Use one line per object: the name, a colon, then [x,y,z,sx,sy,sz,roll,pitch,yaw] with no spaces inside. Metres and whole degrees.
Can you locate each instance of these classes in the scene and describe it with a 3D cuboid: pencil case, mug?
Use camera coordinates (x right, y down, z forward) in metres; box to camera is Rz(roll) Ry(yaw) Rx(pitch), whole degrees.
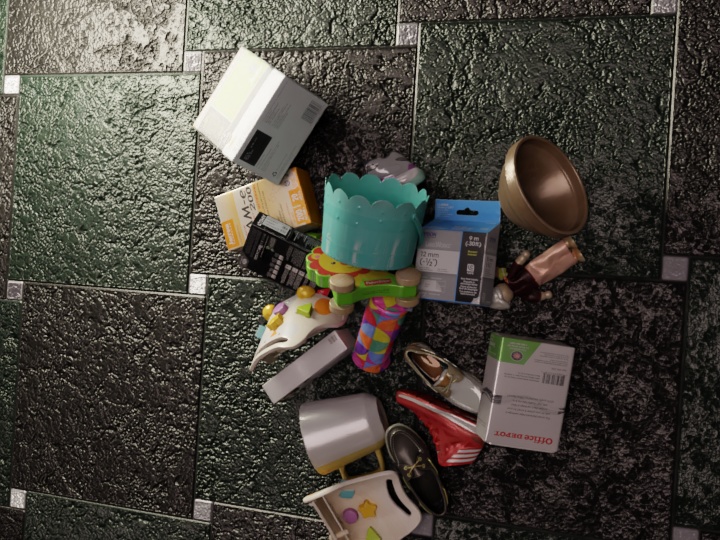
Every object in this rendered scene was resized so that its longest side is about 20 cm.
pencil case: [0.042,0.114,1.672,0.088,0.088,0.200,35,135,16]
mug: [-0.020,0.327,1.722,0.153,0.187,0.150,-19,50,9]

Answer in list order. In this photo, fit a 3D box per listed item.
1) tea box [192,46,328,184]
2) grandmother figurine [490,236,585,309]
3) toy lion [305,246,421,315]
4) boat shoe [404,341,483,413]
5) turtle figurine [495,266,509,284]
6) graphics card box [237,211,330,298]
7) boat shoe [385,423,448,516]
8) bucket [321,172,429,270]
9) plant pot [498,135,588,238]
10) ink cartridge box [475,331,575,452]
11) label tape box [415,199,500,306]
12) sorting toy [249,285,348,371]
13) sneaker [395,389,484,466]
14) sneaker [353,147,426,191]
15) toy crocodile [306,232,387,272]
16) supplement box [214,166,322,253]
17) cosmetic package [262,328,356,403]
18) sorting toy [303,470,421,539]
tea box: [-0.208,-0.318,1.742,0.200,0.134,0.197,-56,47,9]
grandmother figurine: [0.327,0.012,1.622,0.200,0.061,0.121,-33,107,8]
toy lion: [0.000,0.000,1.615,0.200,0.192,0.069,-5,123,-9]
boat shoe: [0.168,0.216,1.677,0.200,0.068,0.075,33,99,16]
turtle figurine: [0.194,-0.012,1.675,0.200,0.064,0.161,-4,88,19]
graphics card box: [-0.142,-0.024,1.736,0.200,0.051,0.126,24,134,-2]
boat shoe: [0.115,0.389,1.658,0.072,0.061,0.201,-31,104,0]
bucket: [0.023,-0.093,1.579,0.207,0.207,0.135,16,110,18]
plant pot: [0.325,-0.143,1.589,0.093,0.201,0.201,-31,78,47]
ink cartridge box: [0.307,0.227,1.597,0.145,0.084,0.200,9,92,-7]
label tape box: [0.182,-0.038,1.610,0.143,0.066,0.200,6,90,32]
sorting toy: [-0.149,0.131,1.700,0.200,0.180,0.107,-30,105,26]
sneaker: [0.146,0.319,1.679,0.200,0.078,0.116,23,95,19]
sneaker: [0.021,-0.168,1.732,0.200,0.078,0.140,-40,74,-1]
toy crocodile: [-0.032,-0.041,1.751,0.200,0.062,0.068,20,100,17]
supplement box: [-0.195,-0.126,1.803,0.200,0.074,0.126,-19,83,18]
cosmetic package: [-0.102,0.198,1.762,0.200,0.083,0.051,-38,80,15]
sorting toy: [0.018,0.482,1.689,0.180,0.107,0.200,-28,98,12]
